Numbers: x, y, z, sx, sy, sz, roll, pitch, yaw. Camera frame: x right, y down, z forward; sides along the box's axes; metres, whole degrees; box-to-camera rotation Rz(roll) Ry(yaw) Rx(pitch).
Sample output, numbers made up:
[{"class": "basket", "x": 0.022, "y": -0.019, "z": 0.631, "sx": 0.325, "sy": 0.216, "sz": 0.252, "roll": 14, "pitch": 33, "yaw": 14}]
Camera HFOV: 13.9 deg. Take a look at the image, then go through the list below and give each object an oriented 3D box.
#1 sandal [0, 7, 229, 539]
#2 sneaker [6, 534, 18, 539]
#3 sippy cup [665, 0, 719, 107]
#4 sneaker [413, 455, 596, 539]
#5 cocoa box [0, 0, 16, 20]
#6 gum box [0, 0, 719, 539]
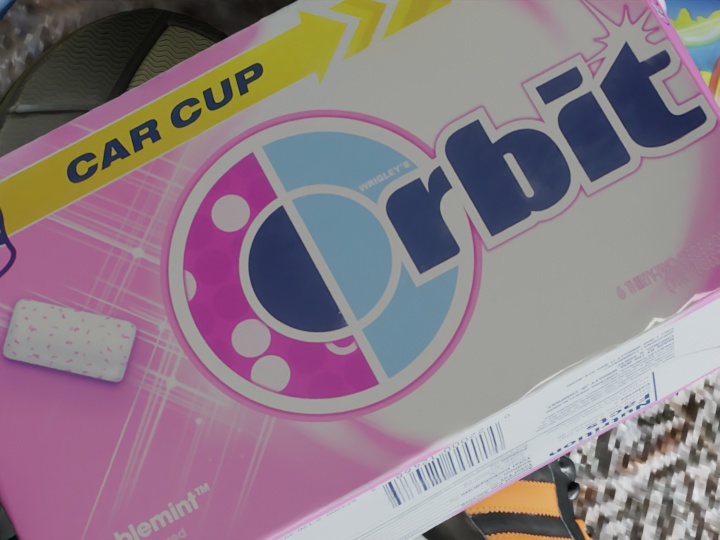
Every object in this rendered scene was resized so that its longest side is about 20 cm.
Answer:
[{"class": "sandal", "x": -0.090, "y": 0.018, "z": 0.799, "sx": 0.080, "sy": 0.057, "sz": 0.202, "roll": 30, "pitch": 77, "yaw": -20}, {"class": "sneaker", "x": -0.111, "y": 0.155, "z": 0.718, "sx": 0.082, "sy": 0.070, "sz": 0.201, "roll": 14, "pitch": 75, "yaw": -20}, {"class": "sippy cup", "x": 0.062, "y": -0.032, "z": 0.822, "sx": 0.130, "sy": 0.177, "sz": 0.140, "roll": -14, "pitch": 108, "yaw": -43}, {"class": "sneaker", "x": 0.045, "y": 0.078, "z": 0.830, "sx": 0.200, "sy": 0.070, "sz": 0.090, "roll": 39, "pitch": 64, "yaw": -6}, {"class": "cocoa box", "x": -0.202, "y": -0.034, "z": 0.715, "sx": 0.133, "sy": 0.131, "sz": 0.200, "roll": 44, "pitch": 60, "yaw": -6}, {"class": "gum box", "x": 0.000, "y": 0.000, "z": 0.705, "sx": 0.200, "sy": 0.066, "sz": 0.114, "roll": -28, "pitch": 71, "yaw": -3}]
